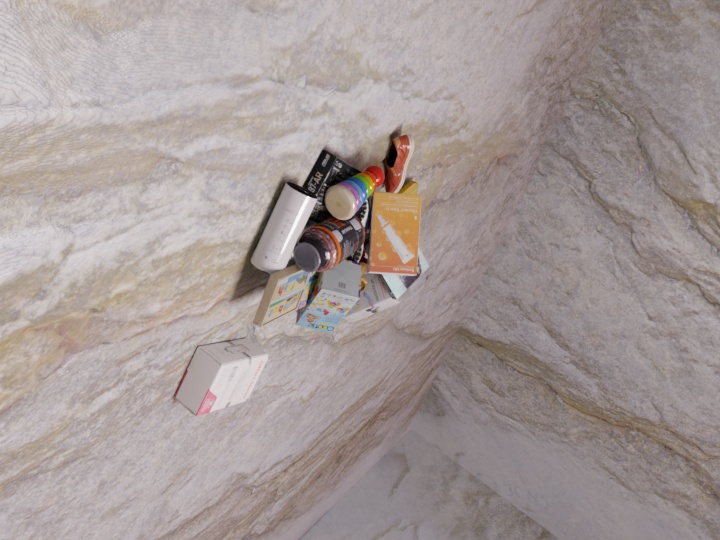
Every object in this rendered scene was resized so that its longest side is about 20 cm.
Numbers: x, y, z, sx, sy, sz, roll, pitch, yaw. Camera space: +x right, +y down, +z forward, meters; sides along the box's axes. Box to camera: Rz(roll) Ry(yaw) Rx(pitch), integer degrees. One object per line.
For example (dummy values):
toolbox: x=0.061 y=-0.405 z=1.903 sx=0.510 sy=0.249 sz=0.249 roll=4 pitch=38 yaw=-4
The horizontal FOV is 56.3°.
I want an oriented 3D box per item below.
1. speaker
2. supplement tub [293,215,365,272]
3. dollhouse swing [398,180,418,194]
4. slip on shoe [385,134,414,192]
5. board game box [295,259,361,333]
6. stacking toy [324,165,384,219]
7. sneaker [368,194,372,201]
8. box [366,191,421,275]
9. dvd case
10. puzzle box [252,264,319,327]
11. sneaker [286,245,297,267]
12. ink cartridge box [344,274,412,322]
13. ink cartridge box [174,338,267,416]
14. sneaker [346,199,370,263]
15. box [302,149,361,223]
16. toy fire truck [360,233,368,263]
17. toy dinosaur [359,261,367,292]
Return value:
speaker: x=-0.170 y=-0.093 z=1.501 sx=0.202 sy=0.081 sz=0.081 roll=-64 pitch=159 yaw=14
supplement tub: x=-0.075 y=-0.063 z=1.577 sx=0.200 sy=0.106 sz=0.108 roll=-38 pitch=153 yaw=-56
dollhouse swing: x=0.143 y=-0.138 z=2.050 sx=0.174 sy=0.182 sz=0.201 roll=-26 pitch=148 yaw=-19
slip on shoe: x=0.094 y=-0.291 z=1.861 sx=0.060 sy=0.075 sz=0.201 roll=-6 pitch=143 yaw=-20
board game box: x=-0.083 y=0.062 z=1.713 sx=0.200 sy=0.104 sz=0.104 roll=129 pitch=-29 yaw=-51
stacking toy: x=-0.001 y=-0.197 z=1.622 sx=0.200 sy=0.085 sz=0.086 roll=-41 pitch=155 yaw=-47
sneaker: x=0.025 y=-0.190 z=1.819 sx=0.199 sy=0.073 sz=0.116 roll=-29 pitch=149 yaw=-50
box: x=0.084 y=-0.091 z=1.713 sx=0.097 sy=0.123 sz=0.203 roll=157 pitch=-63 yaw=-87
dvd case: x=0.095 y=-0.043 z=1.825 sx=0.146 sy=0.022 sz=0.201 roll=-42 pitch=117 yaw=-23
puzzle box: x=-0.166 y=0.048 z=1.572 sx=0.200 sy=0.025 sz=0.134 roll=-27 pitch=145 yaw=-59
sneaker: x=-0.154 y=0.005 z=1.659 sx=0.088 sy=0.075 sz=0.200 roll=-34 pitch=154 yaw=-7
ink cartridge box: x=0.036 y=0.055 z=1.913 sx=0.198 sy=0.116 sz=0.068 roll=-24 pitch=155 yaw=17
ink cartridge box: x=-0.331 y=0.253 z=1.624 sx=0.148 sy=0.082 sz=0.200 roll=-62 pitch=159 yaw=12
sneaker: x=-0.010 y=-0.096 z=1.720 sx=0.089 sy=0.078 sz=0.202 roll=-18 pitch=125 yaw=-70
box: x=-0.072 y=-0.191 z=1.636 sx=0.161 sy=0.043 sz=0.200 roll=-60 pitch=159 yaw=7
toy fire truck: x=0.034 y=-0.065 z=1.913 sx=0.049 sy=0.140 sz=0.202 roll=-35 pitch=140 yaw=-44
toy dinosaur: x=0.000 y=0.000 z=1.790 sx=0.198 sy=0.060 sz=0.108 roll=1 pitch=100 yaw=-32
